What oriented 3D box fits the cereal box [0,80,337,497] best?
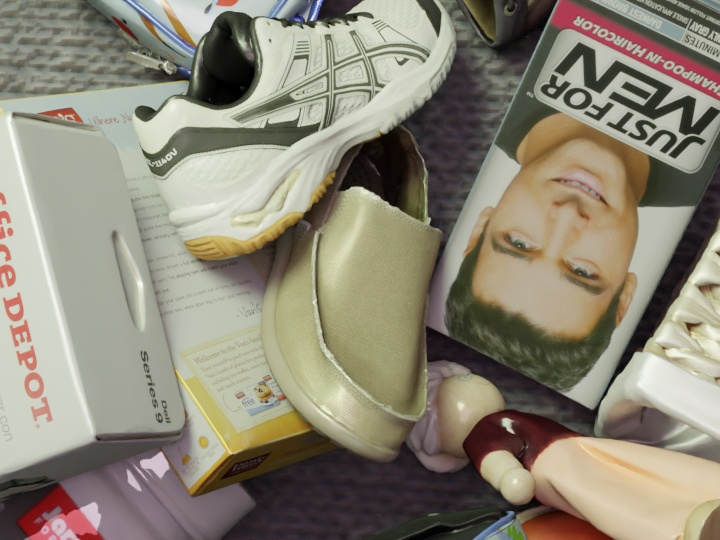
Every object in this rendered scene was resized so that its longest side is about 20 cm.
[{"bbox_3d":[-0.080,0.002,1.047,0.040,0.144,0.200,-45,71,31],"label":"cereal box"}]

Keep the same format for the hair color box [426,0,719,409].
[{"bbox_3d":[0.112,-0.047,1.053,0.099,0.061,0.201,26,113,5],"label":"hair color box"}]

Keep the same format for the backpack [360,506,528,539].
[{"bbox_3d":[0.001,0.200,1.002,0.199,0.183,0.148,-28,89,-11],"label":"backpack"}]

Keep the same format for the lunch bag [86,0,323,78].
[{"bbox_3d":[-0.065,-0.193,1.120,0.160,0.076,0.200,36,82,3],"label":"lunch bag"}]

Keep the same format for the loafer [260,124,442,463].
[{"bbox_3d":[0.000,0.000,1.038,0.075,0.068,0.201,27,36,-30],"label":"loafer"}]

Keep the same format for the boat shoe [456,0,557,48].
[{"bbox_3d":[0.042,-0.191,1.072,0.065,0.072,0.200,-48,128,-19],"label":"boat shoe"}]

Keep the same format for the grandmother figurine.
[{"bbox_3d":[0.097,0.091,1.041,0.199,0.121,0.061,23,89,38],"label":"grandmother figurine"}]

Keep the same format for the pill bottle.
[{"bbox_3d":[-0.154,0.138,1.044,0.200,0.114,0.114,-41,82,-5],"label":"pill bottle"}]

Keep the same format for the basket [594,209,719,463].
[{"bbox_3d":[0.226,0.059,1.045,0.199,0.136,0.124,28,78,5],"label":"basket"}]

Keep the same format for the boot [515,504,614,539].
[{"bbox_3d":[0.156,0.156,1.042,0.199,0.107,0.075,18,83,5],"label":"boot"}]

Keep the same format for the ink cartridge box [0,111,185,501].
[{"bbox_3d":[-0.193,0.032,0.968,0.199,0.084,0.147,-20,80,21],"label":"ink cartridge box"}]

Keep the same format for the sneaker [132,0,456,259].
[{"bbox_3d":[-0.027,-0.093,1.043,0.200,0.075,0.088,-48,116,-40],"label":"sneaker"}]
